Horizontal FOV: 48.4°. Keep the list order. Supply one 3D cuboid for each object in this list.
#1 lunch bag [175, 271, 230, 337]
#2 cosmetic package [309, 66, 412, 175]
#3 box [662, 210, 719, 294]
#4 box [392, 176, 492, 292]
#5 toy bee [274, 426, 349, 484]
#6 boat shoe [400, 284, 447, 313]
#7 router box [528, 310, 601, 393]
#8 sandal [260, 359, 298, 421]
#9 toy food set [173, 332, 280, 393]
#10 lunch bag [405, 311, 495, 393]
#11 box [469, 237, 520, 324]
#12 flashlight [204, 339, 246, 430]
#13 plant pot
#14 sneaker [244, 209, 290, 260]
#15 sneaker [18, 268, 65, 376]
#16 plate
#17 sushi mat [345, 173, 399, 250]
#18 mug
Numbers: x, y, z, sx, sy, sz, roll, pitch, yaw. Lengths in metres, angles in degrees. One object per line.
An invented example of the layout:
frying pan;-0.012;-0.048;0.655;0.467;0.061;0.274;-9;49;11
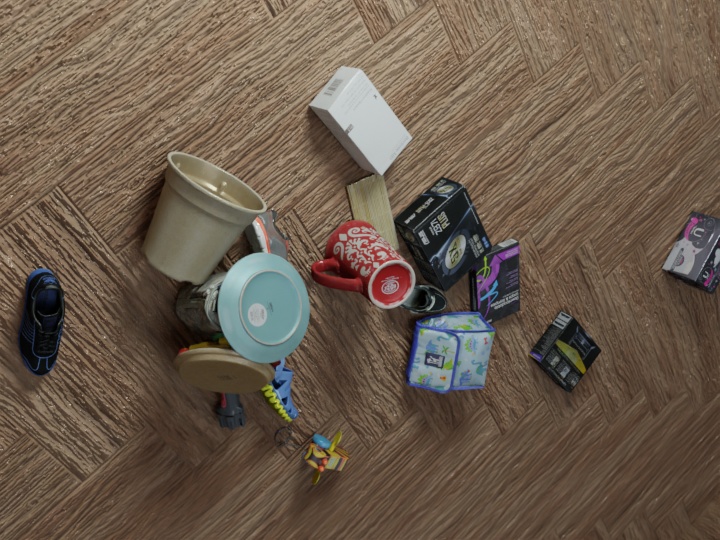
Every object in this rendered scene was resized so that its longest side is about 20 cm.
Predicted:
lunch bag;-0.248;0.072;1.529;0.166;0.199;0.141;8;84;-32
cosmetic package;0.003;-0.302;1.627;0.113;0.081;0.200;-52;127;-7
box;1.019;-0.056;2.386;0.114;0.132;0.201;28;92;-35
box;0.192;-0.083;1.842;0.163;0.086;0.201;-40;126;-13
toy bee;-0.094;0.436;1.845;0.198;0.109;0.132;1;110;-34
boat shoe;0.137;0.069;1.882;0.199;0.060;0.076;11;102;-37
router box;0.578;0.231;2.252;0.158;0.052;0.200;-51;128;-5
sandal;-0.177;0.245;1.733;0.087;0.079;0.201;-38;127;-20
toy food set;-0.251;0.181;1.509;0.200;0.196;0.049;38;46;-45
lunch bag;0.214;0.200;1.956;0.198;0.128;0.172;1;112;-19
box;0.341;0.034;2.023;0.142;0.036;0.202;-21;121;-26
flashlight;-0.288;0.238;1.664;0.067;0.068;0.202;-15;122;-19
plant pot;-0.301;-0.085;1.458;0.199;0.201;0.184;21;108;-38
sneaker;-0.168;-0.031;1.628;0.082;0.077;0.202;-30;124;-28
sneaker;-0.560;0.101;1.410;0.070;0.078;0.202;-5;111;-33
plate;-0.167;0.067;1.454;0.199;0.025;0.203;5;82;-40
sushi mat;0.029;-0.115;1.764;0.095;0.012;0.202;-28;122;-23
mug;0.008;0.006;1.674;0.177;0.200;0.134;-42;125;-4
